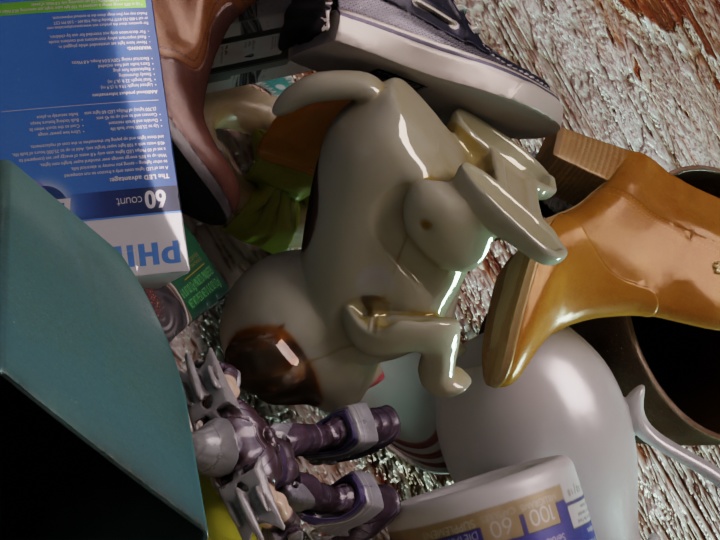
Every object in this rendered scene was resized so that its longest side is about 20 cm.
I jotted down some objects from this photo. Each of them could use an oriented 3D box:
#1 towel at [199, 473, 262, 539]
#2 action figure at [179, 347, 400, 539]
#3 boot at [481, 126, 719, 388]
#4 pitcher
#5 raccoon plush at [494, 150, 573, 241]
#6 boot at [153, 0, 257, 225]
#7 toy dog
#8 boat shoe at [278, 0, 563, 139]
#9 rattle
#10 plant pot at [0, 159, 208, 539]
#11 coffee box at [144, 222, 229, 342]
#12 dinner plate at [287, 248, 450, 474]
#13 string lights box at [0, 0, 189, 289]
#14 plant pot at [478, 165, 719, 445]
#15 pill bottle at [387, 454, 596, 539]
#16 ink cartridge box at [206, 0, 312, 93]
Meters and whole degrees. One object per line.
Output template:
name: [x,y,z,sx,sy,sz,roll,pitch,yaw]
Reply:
towel: [-0.065,0.197,1.409,0.086,0.018,0.201,42,28,-43]
action figure: [-0.047,0.111,1.446,0.200,0.069,0.131,16,56,-57]
boot: [0.162,0.010,1.610,0.143,0.071,0.202,25,57,-9]
pitcher: [0.148,0.125,1.661,0.121,0.171,0.201,-115,-178,-78]
raccoon plush: [0.087,-0.038,1.769,0.199,0.097,0.134,23,-4,21]
boot: [-0.075,-0.149,1.544,0.200,0.068,0.189,-37,89,-29]
toy dog: [0.000,0.000,1.525,0.193,0.200,0.140,32,20,-23]
boat shoe: [0.045,-0.148,1.554,0.199,0.074,0.093,20,69,-35]
rattle: [-0.035,-0.112,1.659,0.130,0.143,0.200,28,34,8]
plant pot: [-0.173,0.054,1.229,0.141,0.141,0.201,41,25,-33]
coffee box: [-0.163,-0.043,1.456,0.201,0.044,0.123,57,26,-4]
dinner plate: [0.009,0.047,1.701,0.200,0.024,0.201,44,28,-31]
string lights box: [-0.158,-0.088,1.375,0.102,0.059,0.201,-5,84,-22]
plant pot: [0.178,0.042,1.788,0.186,0.200,0.188,12,71,-37]
pill bottle: [0.097,0.221,1.542,0.120,0.119,0.201,-13,85,-64]
ink cartridge box: [-0.096,-0.176,1.617,0.068,0.199,0.116,100,-28,-53]
